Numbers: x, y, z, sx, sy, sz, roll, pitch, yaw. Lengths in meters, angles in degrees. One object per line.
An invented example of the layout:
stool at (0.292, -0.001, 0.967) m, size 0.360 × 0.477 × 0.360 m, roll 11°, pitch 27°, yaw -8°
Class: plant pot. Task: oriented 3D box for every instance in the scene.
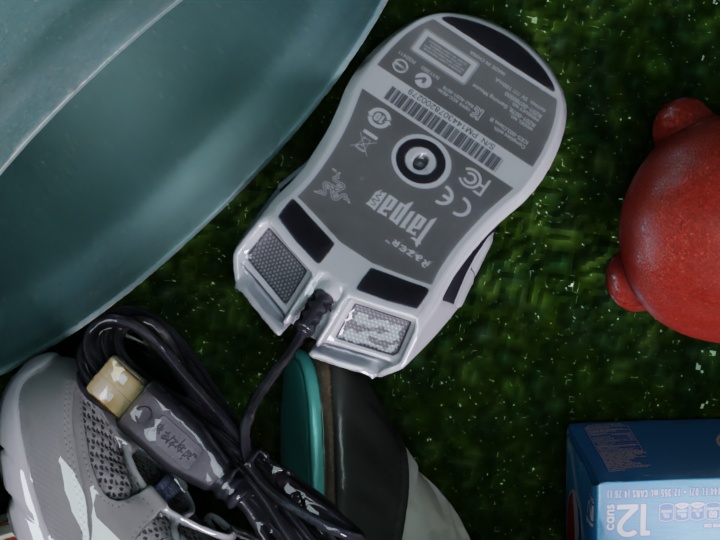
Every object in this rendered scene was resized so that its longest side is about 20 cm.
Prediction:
plant pot at (-0.103, -0.079, 0.734) m, size 0.200 × 0.200 × 0.134 m, roll -46°, pitch 79°, yaw 7°

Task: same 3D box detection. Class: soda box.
soda box at (0.172, 0.090, 0.856) m, size 0.198 × 0.064 × 0.068 m, roll -1°, pitch 105°, yaw -4°

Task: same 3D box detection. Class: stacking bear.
stacking bear at (0.176, 0.009, 0.792) m, size 0.199 × 0.114 × 0.122 m, roll 22°, pitch 111°, yaw 24°

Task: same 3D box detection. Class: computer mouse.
computer mouse at (0.000, 0.000, 0.789) m, size 0.109 × 0.044 × 0.200 m, roll 34°, pitch 60°, yaw 7°

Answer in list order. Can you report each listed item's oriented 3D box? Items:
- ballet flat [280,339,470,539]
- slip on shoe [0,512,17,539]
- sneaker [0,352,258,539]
ballet flat at (0.000, 0.114, 0.851) m, size 0.068 × 0.068 × 0.201 m, roll 0°, pitch 115°, yaw -15°
slip on shoe at (-0.086, 0.176, 0.857) m, size 0.074 × 0.061 × 0.201 m, roll -15°, pitch 105°, yaw 1°
sneaker at (-0.041, 0.105, 0.790) m, size 0.082 × 0.075 × 0.201 m, roll -31°, pitch 100°, yaw 15°
